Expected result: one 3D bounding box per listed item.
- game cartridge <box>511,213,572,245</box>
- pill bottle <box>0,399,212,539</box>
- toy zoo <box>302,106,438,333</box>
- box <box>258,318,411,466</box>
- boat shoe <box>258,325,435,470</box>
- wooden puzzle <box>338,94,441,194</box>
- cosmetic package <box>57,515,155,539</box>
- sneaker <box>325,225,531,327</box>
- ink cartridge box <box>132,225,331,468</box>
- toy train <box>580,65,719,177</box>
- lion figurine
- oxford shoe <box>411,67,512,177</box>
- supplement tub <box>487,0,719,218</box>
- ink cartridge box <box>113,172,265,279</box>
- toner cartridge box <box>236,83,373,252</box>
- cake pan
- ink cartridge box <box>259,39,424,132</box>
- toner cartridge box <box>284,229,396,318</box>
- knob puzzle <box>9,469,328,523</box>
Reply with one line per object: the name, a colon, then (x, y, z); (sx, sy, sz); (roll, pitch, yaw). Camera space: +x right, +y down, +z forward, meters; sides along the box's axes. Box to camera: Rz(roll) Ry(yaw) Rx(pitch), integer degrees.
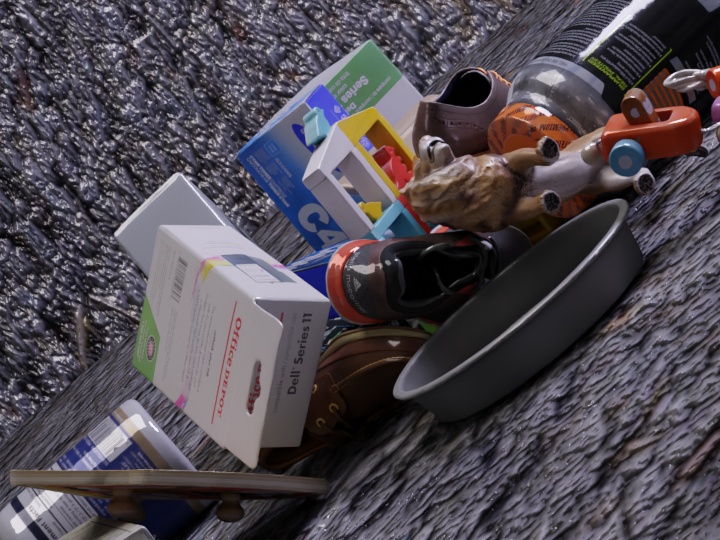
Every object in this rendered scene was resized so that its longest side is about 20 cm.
game cartridge: (0.174, -0.079, 1.864); (0.200, 0.033, 0.176); (-41, 7, -25)
pill bottle: (-0.225, 0.209, 1.840); (0.200, 0.111, 0.111); (-41, 7, -6)
toy zoo: (0.027, -0.045, 1.717); (0.020, 0.200, 0.131); (-35, 8, 31)
box: (-0.042, 0.092, 1.860); (0.159, 0.046, 0.200); (-41, 7, -11)
boat shoe: (-0.010, 0.095, 1.640); (0.200, 0.072, 0.068); (-27, 48, 45)
wooden puzzle: (0.096, -0.095, 1.865); (0.199, 0.037, 0.185); (1, 28, 29)
cosmetic package: (-0.180, 0.231, 1.537); (0.103, 0.088, 0.200); (-35, 6, -14)
sneaker: (0.069, 0.004, 1.613); (0.199, 0.078, 0.082); (-13, 4, -44)
ink cartridge box: (-0.086, 0.054, 1.632); (0.200, 0.067, 0.118); (36, 118, 53)
toy train: (0.232, -0.126, 1.507); (0.149, 0.056, 0.200); (-5, 21, 25)
lion figurine: (0.135, -0.068, 1.596); (0.199, 0.073, 0.122); (-5, -4, -30)
oxford shoe: (0.112, -0.127, 1.778); (0.071, 0.073, 0.200); (8, 23, 34)
supplement tub: (0.196, -0.138, 1.725); (0.200, 0.123, 0.122); (-42, 7, -24)
ink cartridge box: (-0.112, 0.018, 1.979); (0.083, 0.147, 0.200); (-43, -24, 1)
toner cartridge box: (-0.008, -0.055, 1.960); (0.095, 0.200, 0.043); (-35, 9, 34)
cake pan: (0.108, 0.030, 1.489); (0.200, 0.037, 0.200); (-39, 7, 6)
ink cartridge box: (0.023, -0.093, 2.040); (0.084, 0.200, 0.145); (-46, 9, -24)
toner cartridge box: (0.000, 0.000, 1.772); (0.094, 0.044, 0.200); (-13, 6, 29)
knob puzzle: (-0.119, 0.160, 1.571); (0.218, 0.031, 0.220); (1, -9, 0)
